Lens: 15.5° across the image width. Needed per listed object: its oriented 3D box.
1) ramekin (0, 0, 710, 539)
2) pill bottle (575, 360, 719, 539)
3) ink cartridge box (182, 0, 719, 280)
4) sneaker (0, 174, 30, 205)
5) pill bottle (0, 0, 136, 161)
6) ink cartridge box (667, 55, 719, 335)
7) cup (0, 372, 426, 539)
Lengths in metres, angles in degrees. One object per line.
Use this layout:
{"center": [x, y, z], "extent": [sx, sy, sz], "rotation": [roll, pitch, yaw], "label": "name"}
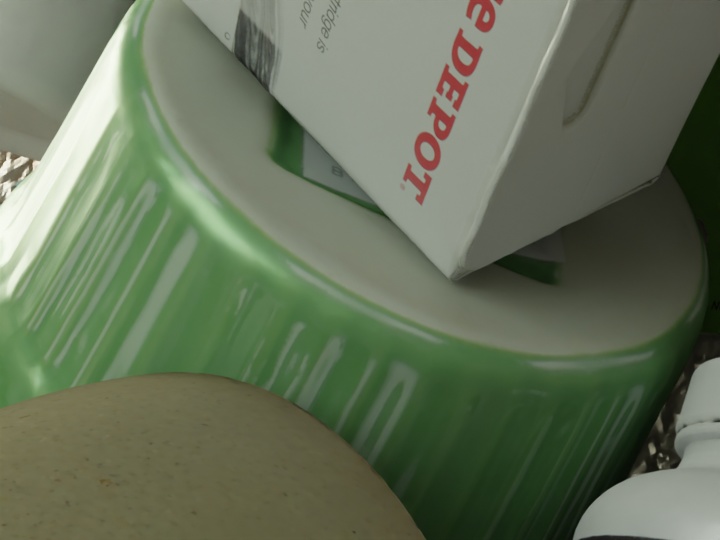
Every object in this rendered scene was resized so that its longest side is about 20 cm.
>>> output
{"center": [0.000, 0.000, 0.738], "extent": [0.098, 0.200, 0.200], "rotation": [-61, 37, 33], "label": "ramekin"}
{"center": [0.092, 0.128, 0.650], "extent": [0.112, 0.112, 0.200], "rotation": [4, 69, 42], "label": "pill bottle"}
{"center": [0.008, -0.121, 0.670], "extent": [0.200, 0.084, 0.145], "rotation": [47, 140, 24], "label": "ink cartridge box"}
{"center": [-0.145, -0.003, 0.838], "extent": [0.200, 0.080, 0.131], "rotation": [42, 78, 15], "label": "sneaker"}
{"center": [-0.103, -0.148, 0.990], "extent": [0.114, 0.114, 0.200], "rotation": [11, 73, 44], "label": "pill bottle"}
{"center": [0.087, -0.088, 0.819], "extent": [0.148, 0.076, 0.200], "rotation": [5, 68, 42], "label": "ink cartridge box"}
{"center": [-0.089, 0.124, 0.596], "extent": [0.200, 0.143, 0.201], "rotation": [-1, 88, 40], "label": "cup"}
